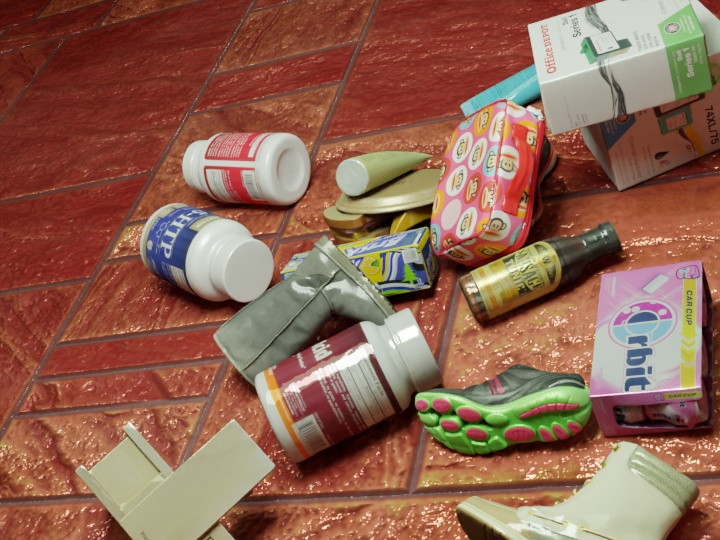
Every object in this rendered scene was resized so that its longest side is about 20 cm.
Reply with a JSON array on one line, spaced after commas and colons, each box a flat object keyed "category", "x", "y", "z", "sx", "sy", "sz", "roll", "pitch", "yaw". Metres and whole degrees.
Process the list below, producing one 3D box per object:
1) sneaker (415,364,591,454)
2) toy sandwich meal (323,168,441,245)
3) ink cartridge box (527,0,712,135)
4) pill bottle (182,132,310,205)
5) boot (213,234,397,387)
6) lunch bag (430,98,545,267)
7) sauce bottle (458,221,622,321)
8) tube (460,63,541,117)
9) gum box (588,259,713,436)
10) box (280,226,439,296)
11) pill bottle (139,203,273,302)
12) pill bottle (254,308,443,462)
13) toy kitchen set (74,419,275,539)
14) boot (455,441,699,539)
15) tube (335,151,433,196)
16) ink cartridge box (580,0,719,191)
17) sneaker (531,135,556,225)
[{"category": "sneaker", "x": 0.156, "y": 0.149, "z": 1.197, "sx": 0.198, "sy": 0.077, "sz": 0.084, "roll": -4, "pitch": 23, "yaw": 23}, {"category": "toy sandwich meal", "x": 0.052, "y": -0.087, "z": 1.549, "sx": 0.203, "sy": 0.071, "sz": 0.205, "roll": -9, "pitch": 16, "yaw": 3}, {"category": "ink cartridge box", "x": 0.313, "y": -0.262, "z": 1.347, "sx": 0.198, "sy": 0.085, "sz": 0.147, "roll": -15, "pitch": 40, "yaw": 13}, {"category": "pill bottle", "x": -0.187, "y": -0.164, "z": 1.759, "sx": 0.199, "sy": 0.113, "sz": 0.113, "roll": 6, "pitch": 46, "yaw": 36}, {"category": "boot", "x": -0.063, "y": 0.079, "z": 1.394, "sx": 0.200, "sy": 0.073, "sz": 0.182, "roll": -45, "pitch": 76, "yaw": -3}, {"category": "lunch bag", "x": 0.167, "y": -0.115, "z": 1.401, "sx": 0.176, "sy": 0.081, "sz": 0.202, "roll": -26, "pitch": 49, "yaw": 62}, {"category": "sauce bottle", "x": 0.220, "y": -0.003, "z": 1.343, "sx": 0.199, "sy": 0.066, "sz": 0.066, "roll": -26, "pitch": 35, "yaw": 2}, {"category": "tube", "x": 0.251, "y": -0.283, "z": 1.702, "sx": 0.199, "sy": 0.051, "sz": 0.078, "roll": -26, "pitch": 31, "yaw": 8}, {"category": "gum box", "x": 0.313, "y": 0.085, "z": 1.170, "sx": 0.113, "sy": 0.066, "sz": 0.201, "roll": -9, "pitch": 39, "yaw": 25}, {"category": "box", "x": 0.000, "y": 0.000, "z": 1.461, "sx": 0.198, "sy": 0.065, "sz": 0.070, "roll": -11, "pitch": 19, "yaw": 19}, {"category": "pill bottle", "x": -0.220, "y": -0.022, "z": 1.592, "sx": 0.199, "sy": 0.120, "sz": 0.120, "roll": 18, "pitch": 54, "yaw": 44}, {"category": "pill bottle", "x": -0.012, "y": 0.130, "z": 1.274, "sx": 0.199, "sy": 0.115, "sz": 0.114, "roll": -26, "pitch": 35, "yaw": -1}, {"category": "toy kitchen set", "x": -0.186, "y": 0.261, "z": 1.253, "sx": 0.163, "sy": 0.181, "sz": 0.200, "roll": -41, "pitch": 78, "yaw": -16}, {"category": "boot", "x": 0.206, "y": 0.228, "z": 1.052, "sx": 0.199, "sy": 0.072, "sz": 0.155, "roll": 17, "pitch": 53, "yaw": 38}, {"category": "tube", "x": 0.033, "y": -0.147, "z": 1.561, "sx": 0.052, "sy": 0.058, "sz": 0.200, "roll": -54, "pitch": -12, "yaw": 27}, {"category": "ink cartridge box", "x": 0.396, "y": -0.235, "z": 1.457, "sx": 0.199, "sy": 0.147, "sz": 0.147, "roll": -23, "pitch": 36, "yaw": 5}, {"category": "sneaker", "x": 0.211, "y": -0.133, "z": 1.497, "sx": 0.076, "sy": 0.082, "sz": 0.201, "roll": -4, "pitch": 43, "yaw": 27}]
